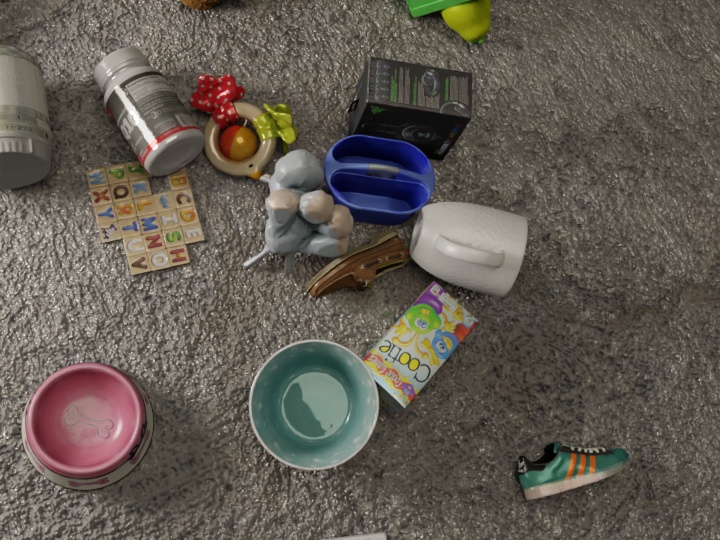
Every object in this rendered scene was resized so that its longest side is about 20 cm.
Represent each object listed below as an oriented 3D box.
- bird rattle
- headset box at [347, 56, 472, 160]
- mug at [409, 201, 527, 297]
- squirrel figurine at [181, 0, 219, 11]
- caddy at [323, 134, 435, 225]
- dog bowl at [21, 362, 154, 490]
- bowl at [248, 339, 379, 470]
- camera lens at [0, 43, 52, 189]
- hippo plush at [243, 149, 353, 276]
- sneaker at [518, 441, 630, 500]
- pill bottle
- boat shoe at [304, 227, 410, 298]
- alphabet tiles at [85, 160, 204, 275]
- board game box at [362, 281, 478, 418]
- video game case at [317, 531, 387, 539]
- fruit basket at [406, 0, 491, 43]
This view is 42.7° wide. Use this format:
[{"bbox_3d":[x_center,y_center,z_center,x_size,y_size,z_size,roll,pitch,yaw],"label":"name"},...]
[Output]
[{"bbox_3d":[-0.210,-0.247,1.601,0.200,0.113,0.163,21,87,-3],"label":"bird rattle"},{"bbox_3d":[0.077,-0.285,1.635,0.199,0.174,0.093,8,70,-11],"label":"headset box"},{"bbox_3d":[0.182,-0.040,1.569,0.175,0.200,0.148,15,100,-6],"label":"mug"},{"bbox_3d":[-0.282,-0.587,1.693,0.200,0.141,0.187,51,58,-8],"label":"squirrel figurine"},{"bbox_3d":[0.030,-0.160,1.619,0.199,0.105,0.142,6,70,-10],"label":"caddy"},{"bbox_3d":[-0.418,0.231,1.407,0.200,0.074,0.201,4,71,-12],"label":"dog bowl"},{"bbox_3d":[-0.072,0.213,1.462,0.200,0.105,0.201,0,81,-1],"label":"bowl"},{"bbox_3d":[-0.585,-0.250,1.480,0.160,0.160,0.200,-9,75,-15],"label":"camera lens"},{"bbox_3d":[-0.093,-0.109,1.555,0.159,0.200,0.161,12,51,-13],"label":"hippo plush"},{"bbox_3d":[0.360,0.322,1.555,0.200,0.071,0.080,-14,80,-15],"label":"sneaker"},{"bbox_3d":[-0.362,-0.271,1.561,0.114,0.114,0.200,-31,77,-20],"label":"pill bottle"},{"bbox_3d":[0.000,0.000,1.579,0.200,0.072,0.068,-32,82,-19],"label":"boat shoe"},{"bbox_3d":[-0.362,-0.095,1.563,0.167,0.008,0.200,-13,75,-17],"label":"alphabet tiles"},{"bbox_3d":[0.087,0.133,1.538,0.105,0.103,0.200,42,68,3],"label":"board game box"},{"bbox_3d":[-0.045,0.511,1.427,0.199,0.022,0.182,-3,73,-14],"label":"video game case"},{"bbox_3d":[0.192,-0.544,1.760,0.215,0.216,0.156,18,70,-6],"label":"fruit basket"}]
